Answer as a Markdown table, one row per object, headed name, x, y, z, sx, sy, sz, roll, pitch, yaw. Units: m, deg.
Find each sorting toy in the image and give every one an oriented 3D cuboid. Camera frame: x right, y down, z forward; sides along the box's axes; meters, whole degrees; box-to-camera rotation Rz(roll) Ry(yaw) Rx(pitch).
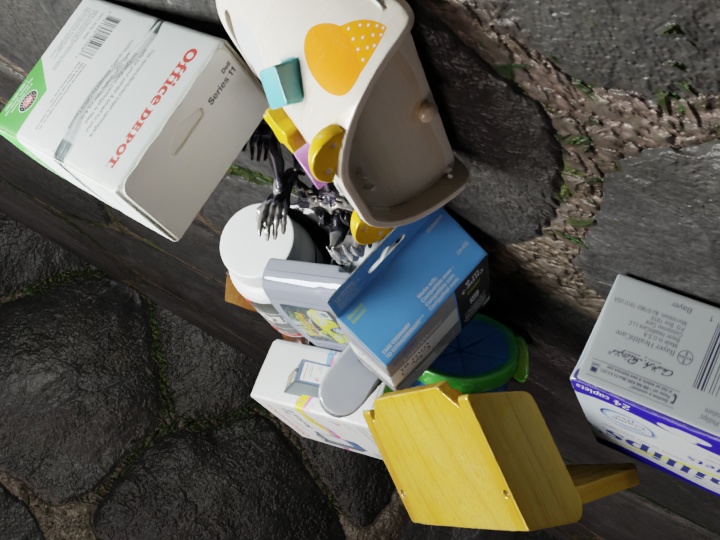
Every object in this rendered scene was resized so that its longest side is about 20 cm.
| name | x | y | z | sx | sy | sz | roll | pitch | yaw |
| --- | --- | --- | --- | --- | --- | --- | --- | --- | --- |
| sorting toy | -0.031 | -0.128 | 0.643 | 0.180 | 0.107 | 0.200 | 44 | 175 | 28 |

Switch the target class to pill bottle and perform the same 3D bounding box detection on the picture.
| name | x | y | z | sx | sy | sz | roll | pitch | yaw |
| --- | --- | --- | --- | --- | --- | --- | --- | --- | --- |
| pill bottle | -0.101 | 0.002 | 1.154 | 0.113 | 0.115 | 0.200 | 23 | 165 | 22 |

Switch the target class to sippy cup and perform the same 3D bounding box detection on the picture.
| name | x | y | z | sx | sy | sz | roll | pitch | yaw |
| --- | --- | --- | --- | --- | --- | --- | --- | --- | --- |
| sippy cup | 0.111 | 0.137 | 1.046 | 0.174 | 0.140 | 0.132 | 2 | 122 | 3 |

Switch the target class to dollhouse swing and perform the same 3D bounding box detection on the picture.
| name | x | y | z | sx | sy | sz | roll | pitch | yaw |
| --- | --- | --- | --- | --- | --- | --- | --- | --- | --- |
| dollhouse swing | 0.145 | 0.166 | 0.900 | 0.199 | 0.174 | 0.184 | -25 | 91 | 61 |

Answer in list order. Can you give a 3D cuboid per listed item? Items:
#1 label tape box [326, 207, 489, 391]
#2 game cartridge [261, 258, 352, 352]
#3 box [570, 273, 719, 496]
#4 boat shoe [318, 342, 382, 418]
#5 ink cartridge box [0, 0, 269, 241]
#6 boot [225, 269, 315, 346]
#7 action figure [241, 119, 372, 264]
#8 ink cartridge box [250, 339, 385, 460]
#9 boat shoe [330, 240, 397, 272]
| name | x | y | z | sx | sy | sz | roll | pitch | yaw |
| --- | --- | --- | --- | --- | --- | --- | --- | --- | --- |
| label tape box | 0.053 | 0.029 | 0.858 | 0.063 | 0.144 | 0.200 | 40 | 171 | 20 |
| game cartridge | -0.030 | 0.052 | 1.058 | 0.131 | 0.041 | 0.200 | 11 | 155 | 32 |
| box | 0.295 | 0.114 | 0.776 | 0.182 | 0.106 | 0.200 | 22 | 165 | 30 |
| boat shoe | 0.025 | 0.075 | 0.984 | 0.069 | 0.200 | 0.057 | 42 | 172 | 5 |
| ink cartridge box | -0.191 | -0.131 | 0.752 | 0.199 | 0.148 | 0.083 | 27 | 168 | 38 |
| boot | -0.143 | 0.075 | 1.417 | 0.198 | 0.068 | 0.191 | 19 | 123 | 30 |
| action figure | -0.041 | -0.063 | 0.835 | 0.117 | 0.103 | 0.200 | 9 | 158 | 24 |
| ink cartridge box | -0.017 | 0.169 | 1.146 | 0.198 | 0.088 | 0.146 | 11 | 155 | 34 |
| boat shoe | 0.000 | 0.001 | 1.058 | 0.071 | 0.071 | 0.201 | 30 | 160 | 0 |
